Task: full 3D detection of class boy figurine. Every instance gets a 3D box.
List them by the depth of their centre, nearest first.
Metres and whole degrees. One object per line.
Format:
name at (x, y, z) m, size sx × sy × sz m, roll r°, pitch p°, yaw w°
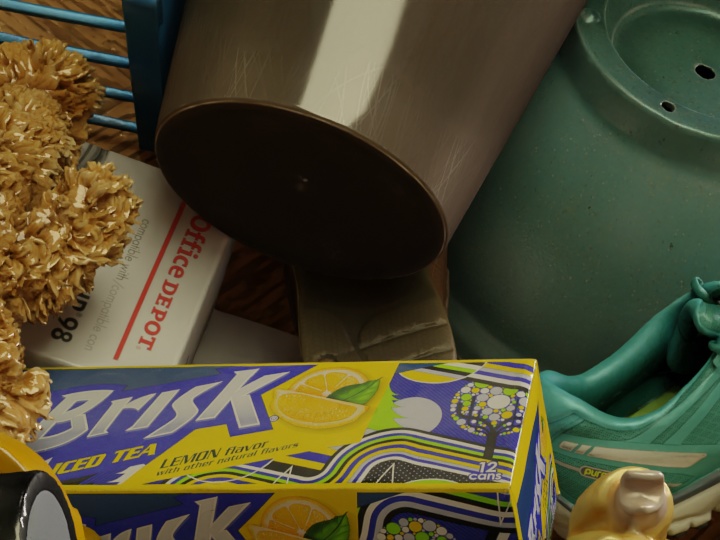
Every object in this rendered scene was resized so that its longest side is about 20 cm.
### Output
boy figurine at (0.089, 0.129, 0.784) m, size 0.064 × 0.200 × 0.125 m, roll 6°, pitch 87°, yaw 8°

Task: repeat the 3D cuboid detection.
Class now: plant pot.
plant pot at (0.126, -0.046, 0.970) m, size 0.199 × 0.135 × 0.201 m, roll 10°, pitch 44°, yaw -10°

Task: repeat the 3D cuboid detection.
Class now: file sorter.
file sorter at (-0.121, -0.147, 0.912) m, size 0.122 × 0.200 × 0.140 m, roll 11°, pitch 77°, yaw -2°

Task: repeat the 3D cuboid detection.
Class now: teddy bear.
teddy bear at (-0.147, -0.018, 0.797) m, size 0.144 × 0.067 × 0.200 m, roll 22°, pitch 47°, yaw 5°

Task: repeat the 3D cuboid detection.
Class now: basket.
basket at (0.007, -0.111, 0.874) m, size 0.180 × 0.136 × 0.201 m, roll 26°, pitch 62°, yaw -10°

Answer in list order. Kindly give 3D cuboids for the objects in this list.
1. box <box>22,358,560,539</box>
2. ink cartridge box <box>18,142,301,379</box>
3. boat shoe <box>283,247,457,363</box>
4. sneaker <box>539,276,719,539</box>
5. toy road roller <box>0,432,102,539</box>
box at (-0.038, 0.075, 0.784) m, size 0.199 × 0.065 × 0.070 m, roll -2°, pitch 35°, yaw 15°
ink cartridge box at (-0.117, 0.010, 0.876) m, size 0.199 × 0.067 × 0.116 m, roll 19°, pitch 43°, yaw -1°
boat shoe at (0.000, 0.000, 0.925) m, size 0.071 × 0.068 × 0.201 m, roll 0°, pitch 50°, yaw -4°
sneaker at (0.153, 0.038, 0.883) m, size 0.199 × 0.080 × 0.078 m, roll -24°, pitch 30°, yaw -10°
toy road roller at (-0.124, 0.145, 0.694) m, size 0.122 × 0.146 × 0.201 m, roll -7°, pitch 89°, yaw 10°
